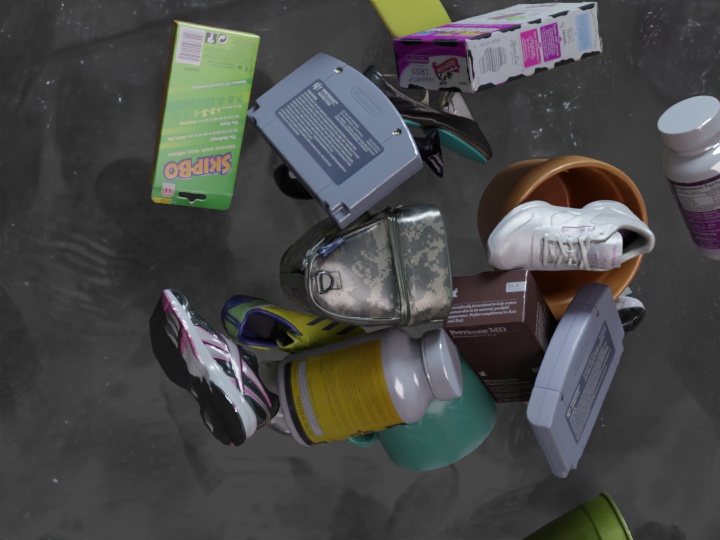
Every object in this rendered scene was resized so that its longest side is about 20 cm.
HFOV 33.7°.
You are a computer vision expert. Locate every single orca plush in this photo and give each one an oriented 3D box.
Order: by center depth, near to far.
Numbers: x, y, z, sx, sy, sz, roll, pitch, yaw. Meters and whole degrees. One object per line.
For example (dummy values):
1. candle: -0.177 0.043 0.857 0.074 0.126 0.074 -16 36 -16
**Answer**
1. orca plush: 0.002 -0.104 1.376 0.198 0.072 0.106 -3 145 -14

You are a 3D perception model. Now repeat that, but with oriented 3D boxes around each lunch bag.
1. lunch bag: 0.000 0.000 1.361 0.166 0.200 0.141 -10 93 -14

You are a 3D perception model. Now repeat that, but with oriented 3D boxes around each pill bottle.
1. pill bottle: 0.012 0.129 1.370 0.198 0.112 0.113 -15 117 17
2. pill bottle: 0.460 -0.122 1.552 0.112 0.112 0.201 -34 117 -7

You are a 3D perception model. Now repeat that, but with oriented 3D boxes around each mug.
1. mug: 0.067 0.163 1.476 0.184 0.152 0.115 -30 116 -9

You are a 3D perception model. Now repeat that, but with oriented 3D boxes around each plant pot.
1. plant pot: 0.233 -0.054 1.470 0.198 0.140 0.202 -8 112 -19
2. plant pot: 0.284 0.434 1.652 0.191 0.201 0.202 -18 115 -1

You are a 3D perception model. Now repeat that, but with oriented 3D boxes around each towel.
1. towel: 0.042 -0.316 1.353 0.086 0.018 0.201 -51 121 -26

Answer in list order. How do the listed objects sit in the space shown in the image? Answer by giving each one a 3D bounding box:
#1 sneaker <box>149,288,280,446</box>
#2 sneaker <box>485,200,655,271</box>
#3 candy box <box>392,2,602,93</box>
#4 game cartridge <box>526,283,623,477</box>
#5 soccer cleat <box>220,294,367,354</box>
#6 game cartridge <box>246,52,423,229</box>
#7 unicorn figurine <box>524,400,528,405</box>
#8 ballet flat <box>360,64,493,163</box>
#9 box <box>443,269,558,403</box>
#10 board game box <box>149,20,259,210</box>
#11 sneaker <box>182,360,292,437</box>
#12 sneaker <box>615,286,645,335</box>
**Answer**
1. sneaker: -0.167 0.108 1.374 0.086 0.201 0.080 -19 161 -46
2. sneaker: 0.240 -0.036 1.346 0.198 0.100 0.076 -10 114 -16
3. candy box: 0.155 -0.253 1.343 0.199 0.136 0.062 -22 111 -30
4. game cartridge: 0.251 0.121 1.382 0.201 0.041 0.134 -61 139 -28
5. soccer cleat: -0.073 0.081 1.429 0.198 0.084 0.065 16 102 -26
6. game cartridge: -0.025 -0.150 1.313 0.133 0.200 0.042 -35 148 -8
7. unicorn figurine: 0.246 0.111 1.569 0.200 0.074 0.138 39 81 -22
8. ballet flat: 0.082 -0.189 1.407 0.198 0.068 0.069 19 88 -26
9. box: 0.179 0.082 1.405 0.099 0.076 0.200 -6 145 25
10. board game box: -0.177 -0.171 1.331 0.095 0.030 0.202 5 104 -22
11. sneaker: -0.128 0.144 1.450 0.199 0.074 0.088 21 80 -27
12. sneaker: 0.260 0.056 1.524 0.198 0.080 0.074 -11 140 -12
